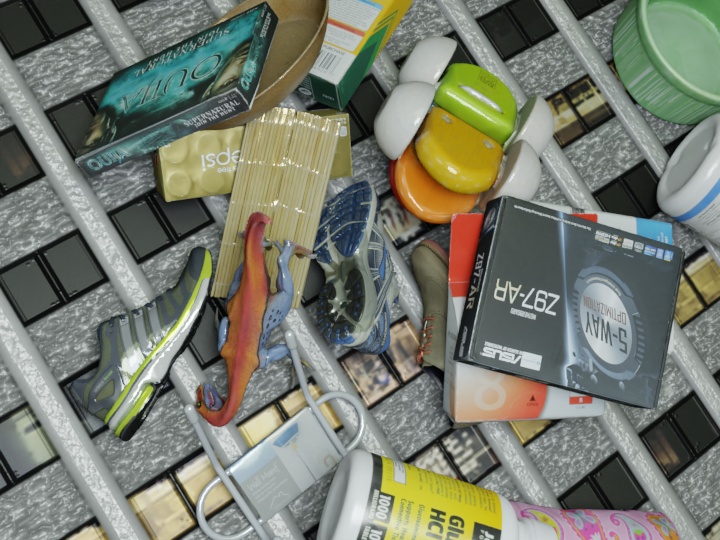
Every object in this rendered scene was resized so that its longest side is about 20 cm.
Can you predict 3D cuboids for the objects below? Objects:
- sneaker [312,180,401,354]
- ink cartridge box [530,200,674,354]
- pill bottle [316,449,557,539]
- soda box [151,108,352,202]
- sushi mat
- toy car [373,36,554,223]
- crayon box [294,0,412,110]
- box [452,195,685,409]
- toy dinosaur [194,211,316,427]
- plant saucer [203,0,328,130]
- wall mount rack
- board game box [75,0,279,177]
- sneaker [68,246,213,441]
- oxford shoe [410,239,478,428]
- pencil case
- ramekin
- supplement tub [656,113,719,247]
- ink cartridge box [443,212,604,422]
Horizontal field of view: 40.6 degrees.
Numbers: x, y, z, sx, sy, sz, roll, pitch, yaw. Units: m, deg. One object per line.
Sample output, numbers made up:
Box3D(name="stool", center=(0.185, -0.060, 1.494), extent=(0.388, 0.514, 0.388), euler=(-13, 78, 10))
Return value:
Box3D(name="sneaker", center=(0.000, 0.000, 1.009), extent=(0.085, 0.077, 0.201), euler=(40, 42, -42))
Box3D(name="ink cartridge box", center=(0.231, 0.013, 1.058), extent=(0.198, 0.084, 0.146), euler=(8, 75, -13))
Box3D(name="pill bottle", center=(0.068, 0.240, 0.867), extent=(0.198, 0.112, 0.113), euler=(18, 71, -7))
Box3D(name="soda box", center=(-0.112, -0.120, 0.999), extent=(0.198, 0.064, 0.068), euler=(-9, 107, -17))
Box3D(name="sushi mat", center=(-0.085, -0.062, 0.978), extent=(0.095, 0.012, 0.202), euler=(11, 101, -15))
Box3D(name="toy car", center=(0.096, -0.130, 1.023), extent=(0.174, 0.150, 0.201), euler=(30, 46, -6))
Box3D(name="crayon box", center=(-0.028, -0.282, 1.065), extent=(0.125, 0.052, 0.201), euler=(25, 69, 17))
Box3D(name="box", center=(0.201, 0.032, 0.934), extent=(0.198, 0.044, 0.162), euler=(16, 81, -12))
Box3D(name="toy dinosaur", center=(-0.119, 0.054, 0.918), extent=(0.104, 0.200, 0.183), euler=(16, 77, 23))
Box3D(name="plant saucer", center=(-0.106, -0.203, 0.955), extent=(0.035, 0.199, 0.201), euler=(49, 63, -37))
Box3D(name="wall mount rack", center=(-0.078, 0.163, 0.924), extent=(0.199, 0.074, 0.175), euler=(-36, 99, -22))
Box3D(name="board game box", center=(-0.175, -0.173, 0.931), extent=(0.028, 0.199, 0.136), euler=(49, 35, -37))
Box3D(name="sneaker", center=(-0.205, 0.057, 0.933), extent=(0.081, 0.074, 0.201), euler=(29, 67, -3))
Box3D(name="oxford shoe", center=(0.089, 0.066, 1.012), extent=(0.074, 0.070, 0.201), euler=(-20, 81, -18))
Box3D(name="pencil case", center=(0.224, 0.280, 0.983), extent=(0.198, 0.087, 0.088), euler=(9, 72, -15))
Box3D(name="ramekin", center=(0.405, -0.276, 1.183), extent=(0.198, 0.098, 0.202), euler=(4, 74, -14))
Box3D(name="supplement tub", center=(0.458, -0.078, 1.124), extent=(0.199, 0.132, 0.133), euler=(30, 69, -6))
Box3D(name="ink cartridge box", center=(0.167, 0.047, 0.959), extent=(0.161, 0.050, 0.202), euler=(-1, 102, -13))
